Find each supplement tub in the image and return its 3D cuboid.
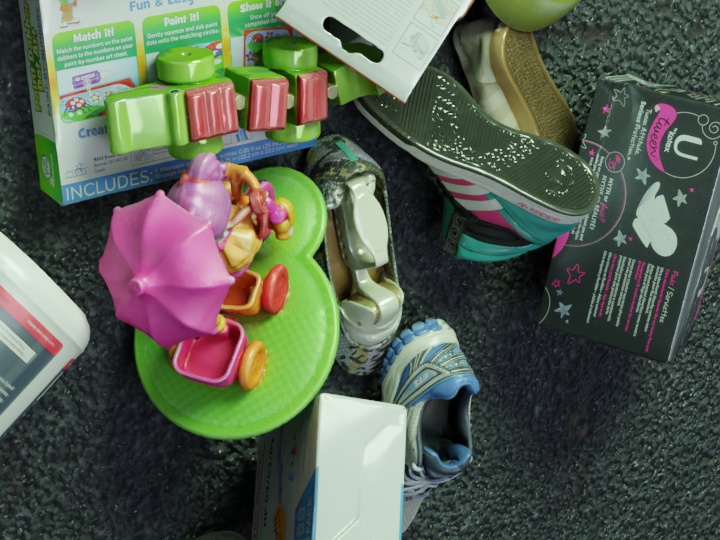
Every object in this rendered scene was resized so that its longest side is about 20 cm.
[{"bbox_3d":[-0.277,0.063,0.972,0.200,0.140,0.141,-48,127,-10],"label":"supplement tub"}]

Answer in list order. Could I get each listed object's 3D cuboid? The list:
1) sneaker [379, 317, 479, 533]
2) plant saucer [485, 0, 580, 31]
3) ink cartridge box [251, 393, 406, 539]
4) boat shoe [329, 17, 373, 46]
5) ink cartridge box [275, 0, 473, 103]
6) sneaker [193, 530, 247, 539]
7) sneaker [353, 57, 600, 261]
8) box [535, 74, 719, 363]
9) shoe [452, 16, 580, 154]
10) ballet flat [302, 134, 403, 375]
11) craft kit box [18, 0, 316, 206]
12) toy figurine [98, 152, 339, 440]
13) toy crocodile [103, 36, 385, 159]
[{"bbox_3d":[0.043,0.142,1.242,0.076,0.085,0.202,-9,127,-31],"label":"sneaker"},{"bbox_3d":[0.142,-0.276,1.156,0.199,0.031,0.203,-18,113,-50],"label":"plant saucer"},{"bbox_3d":[-0.032,0.170,1.148,0.067,0.200,0.117,9,70,-17],"label":"ink cartridge box"},{"bbox_3d":[0.050,-0.235,1.126,0.063,0.070,0.201,33,86,-37],"label":"boat shoe"},{"bbox_3d":[0.038,-0.223,1.053,0.108,0.050,0.201,33,89,-7],"label":"ink cartridge box"},{"bbox_3d":[-0.134,0.297,1.214,0.201,0.075,0.106,-52,140,-7],"label":"sneaker"},{"bbox_3d":[0.072,-0.075,1.198,0.199,0.121,0.084,31,58,-1],"label":"sneaker"},{"bbox_3d":[0.231,-0.045,1.265,0.132,0.114,0.202,-20,126,-68],"label":"box"},{"bbox_3d":[0.126,-0.117,1.242,0.070,0.053,0.201,-61,138,-36],"label":"shoe"},{"bbox_3d":[0.000,0.000,1.183,0.071,0.072,0.202,-23,120,-25],"label":"ballet flat"},{"bbox_3d":[-0.126,-0.162,1.052,0.198,0.048,0.200,-15,118,-29],"label":"craft kit box"},{"bbox_3d":[-0.095,-0.009,1.028,0.184,0.148,0.202,61,46,-68],"label":"toy figurine"},{"bbox_3d":[-0.075,-0.112,1.041,0.198,0.062,0.068,-13,114,-30],"label":"toy crocodile"}]
